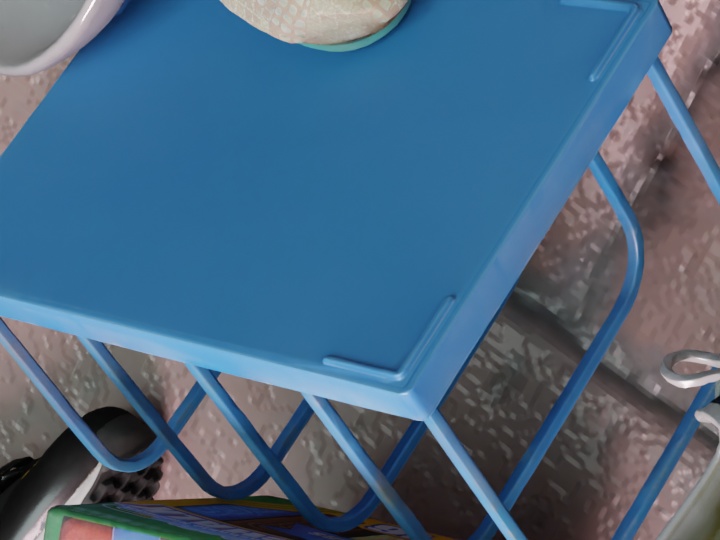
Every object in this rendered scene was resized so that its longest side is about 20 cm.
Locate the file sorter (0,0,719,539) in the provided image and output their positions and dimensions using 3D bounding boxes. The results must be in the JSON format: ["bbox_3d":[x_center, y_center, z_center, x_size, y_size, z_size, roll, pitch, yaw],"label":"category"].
[{"bbox_3d":[0.000,0.000,0.855,0.199,0.139,0.123,11,149,42],"label":"file sorter"}]

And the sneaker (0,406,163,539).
[{"bbox_3d":[-0.153,0.105,1.057,0.090,0.070,0.200,45,125,11],"label":"sneaker"}]

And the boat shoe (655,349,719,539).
[{"bbox_3d":[0.123,0.048,0.802,0.086,0.075,0.202,36,91,-23],"label":"boat shoe"}]

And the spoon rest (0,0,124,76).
[{"bbox_3d":[-0.112,-0.152,0.911,0.099,0.060,0.201,-43,48,39],"label":"spoon rest"}]

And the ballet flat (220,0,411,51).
[{"bbox_3d":[-0.041,-0.141,0.865,0.067,0.062,0.200,-30,46,0],"label":"ballet flat"}]

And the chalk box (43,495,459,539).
[{"bbox_3d":[-0.027,0.138,0.843,0.123,0.200,0.126,11,90,22],"label":"chalk box"}]
